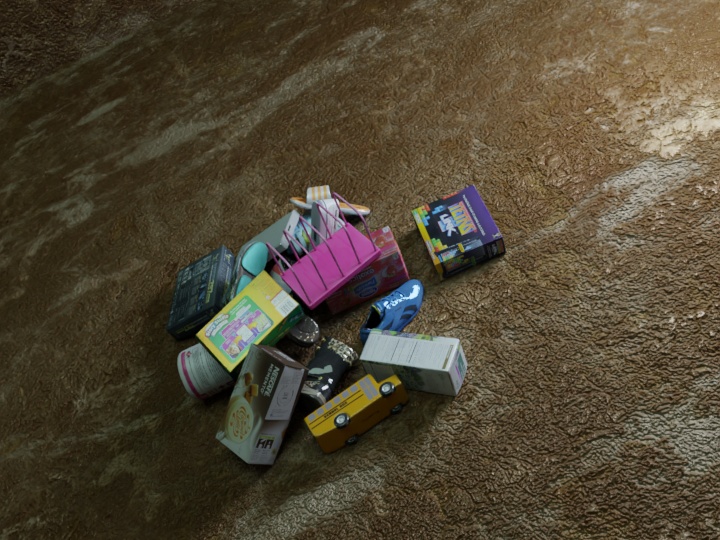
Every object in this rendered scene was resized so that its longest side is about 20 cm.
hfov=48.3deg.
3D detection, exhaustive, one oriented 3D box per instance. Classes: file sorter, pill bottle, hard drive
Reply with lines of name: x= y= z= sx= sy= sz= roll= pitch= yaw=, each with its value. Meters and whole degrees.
file sorter: x=-0.083 y=-0.050 z=1.724 sx=0.199 sy=0.127 sz=0.139 roll=-38 pitch=43 yaw=-12
pill bottle: x=-0.284 y=0.190 z=1.731 sx=0.196 sy=0.114 sz=0.115 roll=-25 pitch=42 yaw=7
hard drive: x=-0.236 y=-0.056 z=1.954 sx=0.198 sy=0.026 sz=0.133 roll=-31 pitch=28 yaw=34

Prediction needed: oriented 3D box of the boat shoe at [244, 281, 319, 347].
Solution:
boat shoe: x=-0.177 y=0.105 z=1.742 sx=0.199 sy=0.074 sz=0.074 roll=39 pitch=61 yaw=13

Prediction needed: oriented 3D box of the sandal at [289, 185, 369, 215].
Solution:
sandal: x=-0.074 y=-0.179 z=1.982 sx=0.201 sy=0.061 sz=0.079 roll=6 pitch=13 yaw=-11

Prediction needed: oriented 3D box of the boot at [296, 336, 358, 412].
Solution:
boot: x=-0.110 y=0.208 z=1.672 sx=0.197 sy=0.074 sz=0.151 roll=8 pitch=45 yaw=44

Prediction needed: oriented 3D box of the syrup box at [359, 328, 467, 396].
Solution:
syrup box: x=0.105 y=0.181 z=1.591 sx=0.195 sy=0.080 sz=0.082 roll=4 pitch=49 yaw=28

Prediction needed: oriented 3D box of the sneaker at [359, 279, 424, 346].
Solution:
sneaker: x=0.068 y=0.081 z=1.709 sx=0.065 sy=0.079 sz=0.201 roll=19 pitch=56 yaw=39

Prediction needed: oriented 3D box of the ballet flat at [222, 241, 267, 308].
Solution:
ballet flat: x=-0.267 y=0.018 z=1.817 sx=0.072 sy=0.075 sz=0.203 roll=-4 pitch=43 yaw=21

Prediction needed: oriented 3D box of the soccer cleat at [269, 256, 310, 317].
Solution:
soccer cleat: x=-0.167 y=0.063 z=1.858 sx=0.073 sy=0.067 sz=0.203 roll=-43 pitch=46 yaw=27

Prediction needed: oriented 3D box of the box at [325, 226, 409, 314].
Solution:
box: x=0.000 y=0.000 z=1.802 sx=0.196 sy=0.101 sz=0.097 roll=-23 pitch=42 yaw=3

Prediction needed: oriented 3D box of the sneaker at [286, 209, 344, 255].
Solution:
sneaker: x=-0.109 y=-0.074 z=1.945 sx=0.130 sy=0.081 sz=0.198 roll=-41 pitch=35 yaw=-19

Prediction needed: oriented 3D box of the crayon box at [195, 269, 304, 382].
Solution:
crayon box: x=-0.227 y=0.113 z=1.657 sx=0.118 sy=0.059 sz=0.200 roll=40 pitch=75 yaw=25

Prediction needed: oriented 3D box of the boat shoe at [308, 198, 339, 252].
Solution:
boat shoe: x=-0.077 y=-0.071 z=1.854 sx=0.064 sy=0.204 sz=0.074 roll=-13 pitch=41 yaw=-24

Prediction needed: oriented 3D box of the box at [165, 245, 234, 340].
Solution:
box: x=-0.385 y=0.053 z=1.941 sx=0.155 sy=0.051 sz=0.203 roll=-28 pitch=40 yaw=24

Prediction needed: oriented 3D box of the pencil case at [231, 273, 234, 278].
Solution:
pencil case: x=-0.246 y=0.080 z=1.850 sx=0.086 sy=0.088 sz=0.202 roll=-23 pitch=41 yaw=1

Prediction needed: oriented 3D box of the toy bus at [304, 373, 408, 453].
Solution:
toy bus: x=-0.006 y=0.272 z=1.566 sx=0.198 sy=0.066 sz=0.078 roll=-34 pitch=41 yaw=-8

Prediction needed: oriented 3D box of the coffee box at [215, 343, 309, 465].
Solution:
coffee box: x=-0.193 y=0.263 z=1.583 sx=0.113 sy=0.079 sz=0.204 roll=24 pitch=94 yaw=39

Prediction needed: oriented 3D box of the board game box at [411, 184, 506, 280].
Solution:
board game box: x=0.219 y=-0.089 z=1.820 sx=0.162 sy=0.057 sz=0.202 roll=-24 pitch=43 yaw=4
